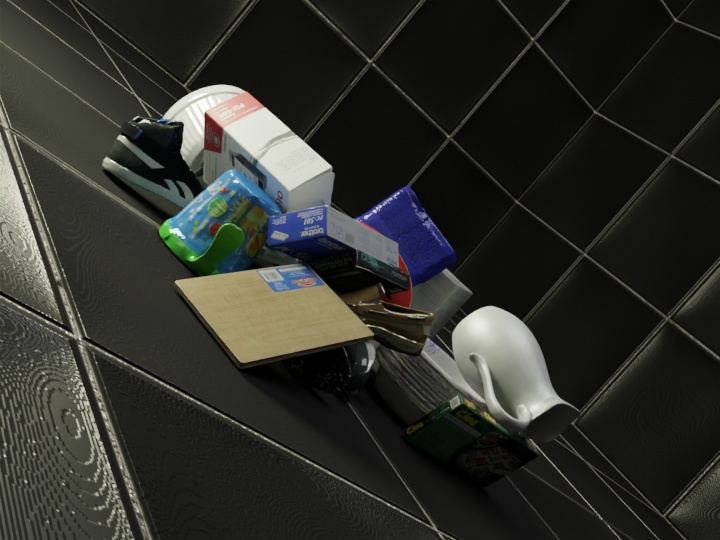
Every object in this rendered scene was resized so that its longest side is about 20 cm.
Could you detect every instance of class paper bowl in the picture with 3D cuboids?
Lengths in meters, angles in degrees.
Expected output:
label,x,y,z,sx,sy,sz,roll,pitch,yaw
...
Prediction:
label,x,y,z,sx,sy,sz,roll,pitch,yaw
paper bowl,0.102,0.181,1.506,0.201,0.104,0.201,41,5,-5

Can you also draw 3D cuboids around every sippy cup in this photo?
label,x,y,z,sx,sy,sz,roll,pitch,yaw
sippy cup,-0.180,-0.061,1.340,0.140,0.130,0.178,33,10,-50

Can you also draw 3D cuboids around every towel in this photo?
label,x,y,z,sx,sy,sz,roll,pitch,yaw
towel,0.034,-0.024,1.567,0.148,0.200,0.050,57,-11,8

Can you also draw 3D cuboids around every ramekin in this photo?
label,x,y,z,sx,sy,sz,roll,pitch,yaw
ramekin,-0.249,-0.214,1.732,0.200,0.200,0.105,33,20,-55

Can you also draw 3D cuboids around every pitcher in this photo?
label,x,y,z,sx,sy,sz,roll,pitch,yaw
pitcher,0.205,0.150,1.427,0.171,0.121,0.200,11,39,-52

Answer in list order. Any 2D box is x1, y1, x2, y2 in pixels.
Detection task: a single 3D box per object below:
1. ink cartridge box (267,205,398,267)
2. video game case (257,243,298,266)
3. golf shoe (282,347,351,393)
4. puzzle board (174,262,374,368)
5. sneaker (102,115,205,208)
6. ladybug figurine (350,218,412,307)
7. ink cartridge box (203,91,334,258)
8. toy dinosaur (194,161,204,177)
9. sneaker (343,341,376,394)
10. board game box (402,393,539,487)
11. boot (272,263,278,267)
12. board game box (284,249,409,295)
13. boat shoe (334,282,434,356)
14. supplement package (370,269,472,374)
label,x,y,z,sx,sy,sz,roll,pitch,yaw
ink cartridge box,-0.033,-0.035,1.351,0.200,0.094,0.044,25,61,-57
video game case,-0.185,-0.059,1.552,0.181,0.024,0.200,21,9,-8
golf shoe,-0.078,0.076,1.261,0.200,0.078,0.094,44,6,17
puzzle board,-0.101,0.051,1.174,0.199,0.017,0.151,-8,42,-42
sneaker,-0.263,-0.156,1.440,0.200,0.112,0.073,26,3,-36
ladybug figurine,0.000,0.000,1.495,0.200,0.136,0.072,44,-12,6
ink cartridge box,-0.139,-0.139,1.441,0.200,0.083,0.147,43,-34,25
toy dinosaur,-0.192,-0.151,1.621,0.136,0.102,0.200,39,12,-12
sneaker,-0.045,0.106,1.364,0.084,0.075,0.200,21,12,-26
board game box,0.161,0.247,1.414,0.200,0.105,0.024,37,30,-38
boot,-0.120,0.020,1.563,0.097,0.075,0.200,19,4,22
board game box,-0.049,0.018,1.392,0.135,0.199,0.028,25,59,-52
boat shoe,0.008,0.049,1.346,0.199,0.076,0.072,20,14,-24
supplement package,0.070,0.067,1.659,0.120,0.200,0.121,43,6,18
